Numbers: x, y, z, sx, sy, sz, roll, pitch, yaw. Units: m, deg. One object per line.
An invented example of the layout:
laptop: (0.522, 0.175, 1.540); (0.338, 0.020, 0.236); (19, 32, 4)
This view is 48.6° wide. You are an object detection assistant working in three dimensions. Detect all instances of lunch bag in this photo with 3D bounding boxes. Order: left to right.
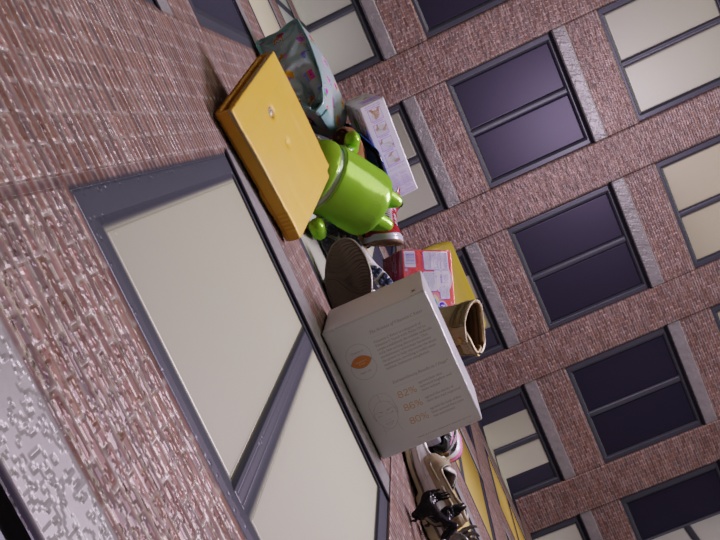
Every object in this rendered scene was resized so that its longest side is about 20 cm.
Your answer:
lunch bag: (-0.107, -0.363, 1.588); (0.201, 0.121, 0.170); (63, 5, 17)

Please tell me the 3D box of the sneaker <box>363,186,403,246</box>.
sneaker: (0.039, -0.099, 1.414); (0.200, 0.071, 0.114); (-124, -146, -86)

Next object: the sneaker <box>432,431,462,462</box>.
sneaker: (0.160, 0.291, 1.649); (0.086, 0.080, 0.201); (55, 13, -53)

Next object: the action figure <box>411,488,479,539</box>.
action figure: (0.135, 0.386, 1.060); (0.119, 0.102, 0.201); (53, 12, -36)

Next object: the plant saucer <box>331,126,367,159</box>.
plant saucer: (-0.023, -0.179, 1.559); (0.200, 0.032, 0.202); (178, -90, -72)

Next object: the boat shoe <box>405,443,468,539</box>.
boat shoe: (0.118, 0.328, 1.253); (0.201, 0.068, 0.075); (-105, 169, -49)

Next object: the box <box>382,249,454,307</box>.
box: (0.107, 0.068, 1.432); (0.095, 0.102, 0.202); (152, -65, -67)

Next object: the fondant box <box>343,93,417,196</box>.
fondant box: (0.040, -0.257, 1.640); (0.201, 0.058, 0.144); (66, -7, -20)

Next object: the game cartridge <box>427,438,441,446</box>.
game cartridge: (0.098, 0.242, 1.519); (0.201, 0.041, 0.133); (61, 6, -38)

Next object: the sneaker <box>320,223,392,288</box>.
sneaker: (0.000, 0.000, 1.385); (0.201, 0.077, 0.085); (62, -1, -11)

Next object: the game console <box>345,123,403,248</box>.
game console: (-0.007, -0.170, 1.590); (0.118, 0.171, 0.200); (31, 12, -30)

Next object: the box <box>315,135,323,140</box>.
box: (-0.078, -0.188, 1.428); (0.200, 0.070, 0.065); (-16, 84, -83)

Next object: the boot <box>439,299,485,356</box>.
boot: (0.117, 0.141, 1.273); (0.073, 0.155, 0.201); (41, 53, -39)

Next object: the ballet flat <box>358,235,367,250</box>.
ballet flat: (0.002, 0.019, 1.477); (0.063, 0.068, 0.201); (-31, 96, -55)

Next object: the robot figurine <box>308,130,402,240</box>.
robot figurine: (-0.030, -0.132, 1.269); (0.199, 0.177, 0.115); (27, -8, -32)

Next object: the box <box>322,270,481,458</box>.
box: (0.058, 0.129, 1.106); (0.106, 0.151, 0.201); (-80, 146, -76)

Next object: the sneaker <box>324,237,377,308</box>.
sneaker: (-0.005, 0.051, 1.249); (0.106, 0.074, 0.202); (33, 44, -84)

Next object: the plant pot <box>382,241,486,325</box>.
plant pot: (0.108, 0.061, 1.602); (0.176, 0.199, 0.201); (12, 54, -67)

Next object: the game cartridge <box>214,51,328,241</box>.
game cartridge: (-0.111, -0.169, 1.080); (0.177, 0.032, 0.201); (-70, 142, -49)
